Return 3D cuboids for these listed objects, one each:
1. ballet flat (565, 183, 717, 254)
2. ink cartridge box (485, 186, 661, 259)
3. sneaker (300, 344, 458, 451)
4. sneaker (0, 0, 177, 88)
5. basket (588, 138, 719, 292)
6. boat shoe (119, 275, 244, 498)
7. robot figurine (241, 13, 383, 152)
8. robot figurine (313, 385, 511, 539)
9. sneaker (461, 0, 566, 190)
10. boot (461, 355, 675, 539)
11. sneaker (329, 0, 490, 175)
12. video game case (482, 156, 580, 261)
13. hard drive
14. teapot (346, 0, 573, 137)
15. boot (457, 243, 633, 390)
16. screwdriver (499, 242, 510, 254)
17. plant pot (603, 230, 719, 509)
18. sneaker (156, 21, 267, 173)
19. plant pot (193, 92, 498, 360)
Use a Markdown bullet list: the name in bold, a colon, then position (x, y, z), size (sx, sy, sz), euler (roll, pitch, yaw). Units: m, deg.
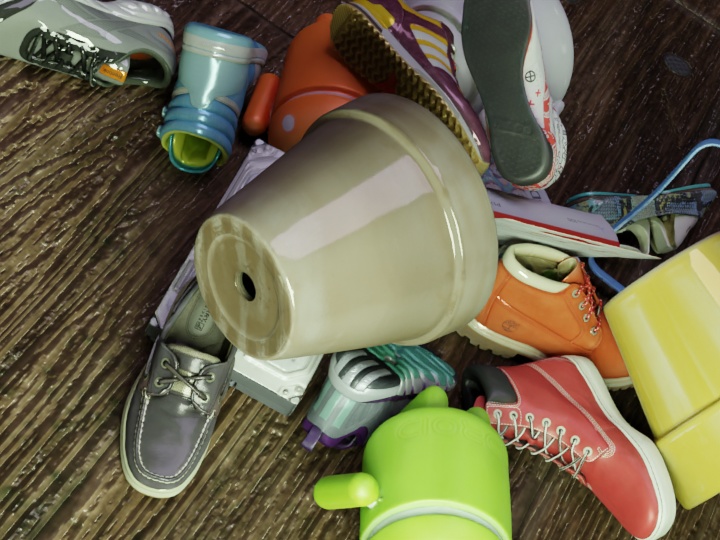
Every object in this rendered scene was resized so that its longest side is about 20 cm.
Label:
- **ballet flat**: position (0.284, -0.046, 1.915), size (0.200, 0.074, 0.074), euler (-7, 53, -35)
- **ink cartridge box**: position (0.154, -0.048, 1.701), size (0.162, 0.200, 0.057), euler (13, 82, -22)
- **sneaker**: position (0.009, 0.102, 1.582), size (0.074, 0.088, 0.200), euler (40, 16, 21)
- **sneaker**: position (-0.252, -0.205, 1.721), size (0.200, 0.074, 0.079), euler (2, 53, -31)
- **basket**: position (0.339, -0.003, 1.818), size (0.200, 0.176, 0.139), euler (42, 25, -9)
- **boat shoe**: position (-0.134, 0.077, 1.475), size (0.072, 0.065, 0.200), euler (20, 58, -3)
- **robot figurine**: position (-0.020, -0.152, 1.768), size (0.144, 0.117, 0.200), euler (26, 48, -17)
- **robot figurine**: position (0.058, 0.187, 1.475), size (0.175, 0.116, 0.200), euler (28, 38, -23)
- **sneaker**: position (0.139, -0.169, 1.731), size (0.108, 0.067, 0.202), euler (18, 61, -75)
- **boot**: position (0.166, 0.153, 1.620), size (0.144, 0.072, 0.200), euler (-1, 41, -33)
- **sneaker**: position (0.065, -0.173, 1.708), size (0.090, 0.075, 0.200), euler (-29, 77, -37)
- **video game case**: position (0.102, -0.056, 1.829), size (0.200, 0.024, 0.182), euler (3, 47, -30)
- **hard drive**: position (-0.072, 0.003, 1.588), size (0.140, 0.038, 0.200), euler (30, 63, -2)
- **teapot**: position (0.101, -0.205, 1.860), size (0.146, 0.200, 0.198), euler (-24, 107, -42)
- **boot**: position (0.194, 0.041, 1.725), size (0.200, 0.107, 0.075), euler (18, 39, -18)
- **screwdriver**: position (0.068, 0.028, 1.684), size (0.200, 0.028, 0.029), euler (-29, 93, -32)
- **plant pot**: position (0.315, 0.076, 1.661), size (0.201, 0.201, 0.189), euler (-21, 76, -44)
- **sneaker**: position (-0.139, -0.153, 1.743), size (0.079, 0.131, 0.200), euler (14, 3, 4)
- **plant pot**: position (-0.025, -0.015, 1.460), size (0.173, 0.200, 0.200), euler (-25, 64, -35)
